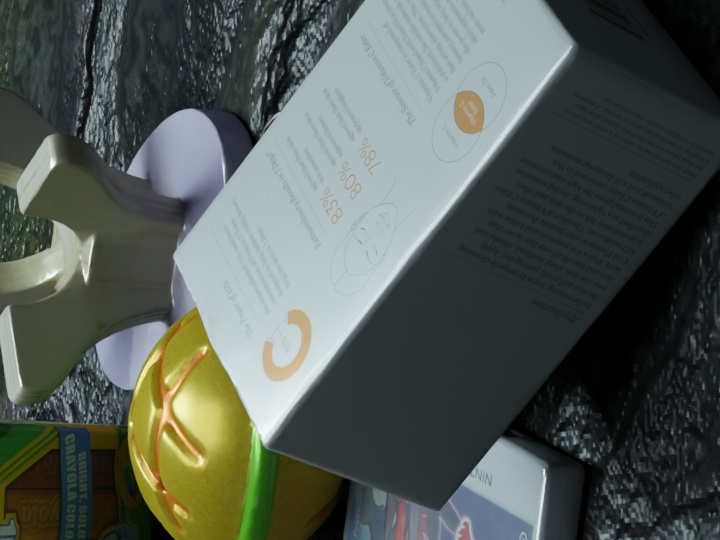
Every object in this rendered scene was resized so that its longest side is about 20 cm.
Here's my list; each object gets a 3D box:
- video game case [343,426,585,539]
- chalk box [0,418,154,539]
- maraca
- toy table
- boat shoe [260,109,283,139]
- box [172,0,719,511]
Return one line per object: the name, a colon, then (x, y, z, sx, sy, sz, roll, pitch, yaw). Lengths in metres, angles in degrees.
video game case: (0.034, 0.159, 1.312, 0.182, 0.023, 0.201, -155, 70, -63)
chalk box: (-0.191, 0.142, 1.630, 0.123, 0.200, 0.126, 1, 89, 32)
maraca: (-0.059, 0.079, 1.425, 0.200, 0.106, 0.138, 131, 144, -73)
toy table: (-0.143, -0.010, 1.592, 0.200, 0.117, 0.184, -61, 36, 41)
boat shoe: (0.000, 0.000, 1.320, 0.075, 0.073, 0.200, -54, 38, 20)
box: (0.034, -0.028, 1.173, 0.200, 0.097, 0.125, -51, 39, 19)
